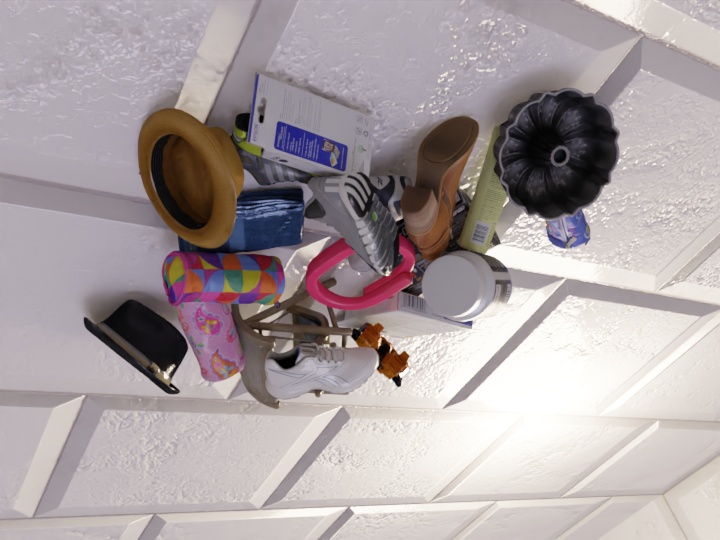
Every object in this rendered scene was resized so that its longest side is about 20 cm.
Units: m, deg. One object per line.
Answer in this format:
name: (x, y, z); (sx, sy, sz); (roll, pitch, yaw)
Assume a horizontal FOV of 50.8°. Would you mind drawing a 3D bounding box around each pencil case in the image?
pencil case: (-0.208, 0.016, 1.171); (0.199, 0.089, 0.088); (6, 137, -44)
pencil case: (0.352, -0.113, 1.320); (0.077, 0.087, 0.200); (-7, 145, 19)
pencil case: (-0.256, 0.090, 1.265); (0.087, 0.088, 0.201); (-17, 124, -3)

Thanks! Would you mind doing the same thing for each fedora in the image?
fedora: (-0.216, -0.130, 1.025); (0.082, 0.200, 0.201); (-38, 160, -43)
fedora: (-0.358, 0.116, 1.262); (0.092, 0.200, 0.201); (-51, 145, -16)

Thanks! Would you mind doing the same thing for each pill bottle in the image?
pill bottle: (0.176, 0.026, 1.248); (0.113, 0.114, 0.200); (-35, 166, 19)

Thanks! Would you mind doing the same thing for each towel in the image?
towel: (-0.182, -0.068, 1.170); (0.198, 0.049, 0.112); (-8, 141, -15)

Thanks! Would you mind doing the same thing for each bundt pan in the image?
bundt pan: (0.292, -0.184, 1.171); (0.200, 0.076, 0.204); (-4, 111, -12)

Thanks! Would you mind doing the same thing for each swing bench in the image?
swing bench: (-0.126, 0.141, 1.372); (0.198, 0.130, 0.200); (-10, 139, -11)

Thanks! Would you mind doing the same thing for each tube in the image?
tube: (0.214, -0.129, 1.231); (0.058, 0.052, 0.202); (-24, 133, -70)

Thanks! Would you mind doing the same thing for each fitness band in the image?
fitness band: (0.000, 0.000, 1.230); (0.143, 0.038, 0.199); (28, 135, -32)

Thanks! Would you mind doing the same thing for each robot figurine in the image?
robot figurine: (0.041, 0.155, 1.429); (0.058, 0.145, 0.200); (-42, 174, -6)

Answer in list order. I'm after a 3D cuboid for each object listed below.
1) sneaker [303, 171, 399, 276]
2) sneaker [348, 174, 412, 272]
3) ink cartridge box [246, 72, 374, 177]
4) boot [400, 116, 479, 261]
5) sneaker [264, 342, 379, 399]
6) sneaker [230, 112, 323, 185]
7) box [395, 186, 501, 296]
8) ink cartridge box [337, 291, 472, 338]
sneaker: (-0.020, -0.071, 1.101); (0.115, 0.075, 0.201); (8, 145, 29)
sneaker: (-0.012, -0.081, 1.211); (0.129, 0.080, 0.199); (11, 142, -21)
ink cartridge box: (-0.071, -0.188, 1.034); (0.199, 0.100, 0.039); (15, 167, -36)
boot: (0.133, -0.122, 1.172); (0.076, 0.201, 0.155); (16, 158, 25)
sneaker: (-0.066, 0.160, 1.268); (0.198, 0.075, 0.088); (-12, 133, -3)
sneaker: (-0.109, -0.156, 1.090); (0.199, 0.074, 0.081); (22, 134, -32)
box: (0.127, -0.045, 1.331); (0.199, 0.050, 0.158); (-34, 140, 17)
ink cartridge box: (0.078, 0.089, 1.449); (0.195, 0.044, 0.199); (16, 162, -37)
